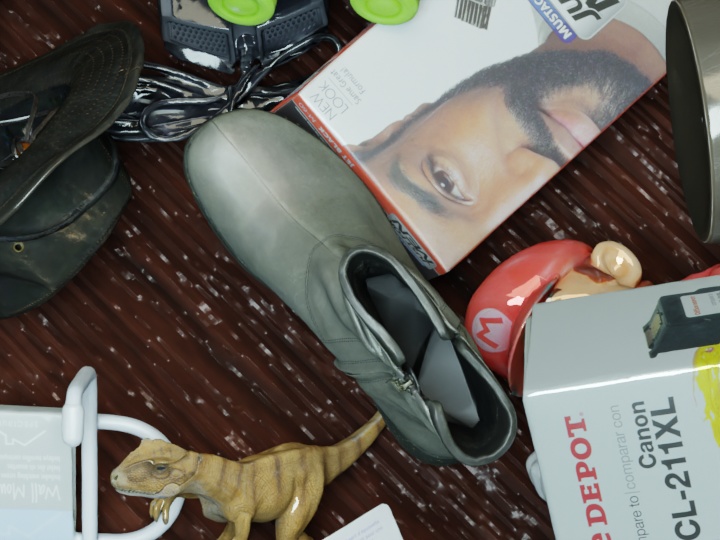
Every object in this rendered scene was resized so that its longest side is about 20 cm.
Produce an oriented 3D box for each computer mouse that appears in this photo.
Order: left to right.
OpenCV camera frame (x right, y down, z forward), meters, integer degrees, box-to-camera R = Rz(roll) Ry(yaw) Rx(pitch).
[{"bbox_3d":[-0.065,-0.153,1.461,0.137,0.053,0.202,0,77,3],"label":"computer mouse"}]

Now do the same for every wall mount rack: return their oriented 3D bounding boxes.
[{"bbox_3d":[-0.180,0.128,1.329,0.198,0.075,0.175,2,104,3],"label":"wall mount rack"}]

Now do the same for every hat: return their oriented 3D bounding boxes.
[{"bbox_3d":[-0.165,-0.027,1.381,0.200,0.200,0.081,-43,116,-16],"label":"hat"}]

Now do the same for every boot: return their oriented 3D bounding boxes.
[{"bbox_3d":[0.000,0.000,1.288,0.068,0.131,0.200,-39,86,-6],"label":"boot"}]

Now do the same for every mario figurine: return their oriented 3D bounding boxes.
[{"bbox_3d":[0.141,0.050,1.335,0.199,0.106,0.124,17,69,7],"label":"mario figurine"}]

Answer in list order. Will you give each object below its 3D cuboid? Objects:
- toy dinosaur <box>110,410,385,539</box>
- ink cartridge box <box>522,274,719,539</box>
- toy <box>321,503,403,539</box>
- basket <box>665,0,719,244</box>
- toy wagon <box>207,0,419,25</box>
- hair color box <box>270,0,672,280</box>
[{"bbox_3d":[-0.032,0.097,1.331,0.060,0.199,0.107,33,115,27],"label":"toy dinosaur"},{"bbox_3d":[0.179,0.080,1.270,0.199,0.147,0.083,-10,26,11],"label":"ink cartridge box"},{"bbox_3d":[-0.008,0.212,1.249,0.115,0.047,0.201,-29,105,-30],"label":"toy"},{"bbox_3d":[0.245,-0.080,1.350,0.198,0.180,0.137,-8,70,-1],"label":"basket"},{"bbox_3d":[0.012,-0.187,1.384,0.199,0.040,0.156,2,59,16],"label":"toy wagon"},{"bbox_3d":[0.069,-0.100,1.406,0.200,0.064,0.111,-42,95,-15],"label":"hair color box"}]
